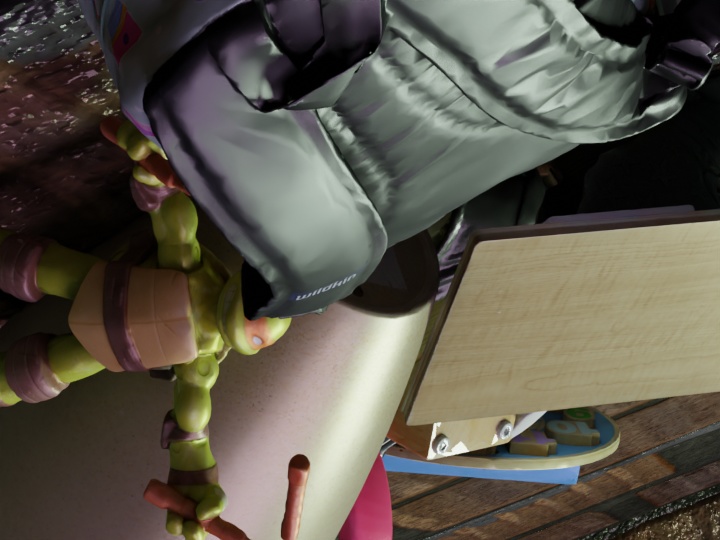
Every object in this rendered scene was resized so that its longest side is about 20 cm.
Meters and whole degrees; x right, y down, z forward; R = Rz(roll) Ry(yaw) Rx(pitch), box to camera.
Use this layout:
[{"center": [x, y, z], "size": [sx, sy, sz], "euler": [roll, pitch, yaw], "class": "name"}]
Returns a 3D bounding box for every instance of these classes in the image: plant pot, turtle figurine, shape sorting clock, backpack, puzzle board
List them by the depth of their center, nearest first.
[{"center": [-0.005, -0.079, 0.533], "size": [0.166, 0.127, 0.200], "euler": [-35, 162, 10], "class": "backpack"}, {"center": [-0.089, 0.006, 0.743], "size": [0.160, 0.201, 0.064], "euler": [0, -160, 24], "class": "turtle figurine"}, {"center": [0.125, 0.014, 0.839], "size": [0.199, 0.017, 0.151], "euler": [-6, 149, -14], "class": "puzzle board"}, {"center": [-0.057, 0.044, 0.853], "size": [0.187, 0.188, 0.200], "euler": [-4, 145, -47], "class": "plant pot"}, {"center": [0.062, 0.089, 1.247], "size": [0.199, 0.040, 0.200], "euler": [5, -166, -1], "class": "shape sorting clock"}]

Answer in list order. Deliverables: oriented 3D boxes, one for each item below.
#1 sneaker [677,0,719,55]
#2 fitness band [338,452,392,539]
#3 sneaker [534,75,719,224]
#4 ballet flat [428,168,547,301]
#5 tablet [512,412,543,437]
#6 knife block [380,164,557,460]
[{"center": [0.121, -0.097, 0.746], "size": [0.200, 0.073, 0.114], "euler": [-30, 166, 33], "class": "sneaker"}, {"center": [-0.056, 0.118, 1.070], "size": [0.037, 0.145, 0.199], "euler": [-6, -165, -38], "class": "fitness band"}, {"center": [0.143, -0.034, 0.929], "size": [0.199, 0.105, 0.060], "euler": [-4, 159, -46], "class": "sneaker"}, {"center": [0.000, 0.000, 0.952], "size": [0.068, 0.068, 0.200], "euler": [25, 127, -39], "class": "ballet flat"}, {"center": [0.125, 0.034, 1.062], "size": [0.130, 0.014, 0.200], "euler": [-49, 174, -7], "class": "tablet"}, {"center": [0.008, 0.018, 1.059], "size": [0.064, 0.175, 0.201], "euler": [-8, 116, -43], "class": "knife block"}]
